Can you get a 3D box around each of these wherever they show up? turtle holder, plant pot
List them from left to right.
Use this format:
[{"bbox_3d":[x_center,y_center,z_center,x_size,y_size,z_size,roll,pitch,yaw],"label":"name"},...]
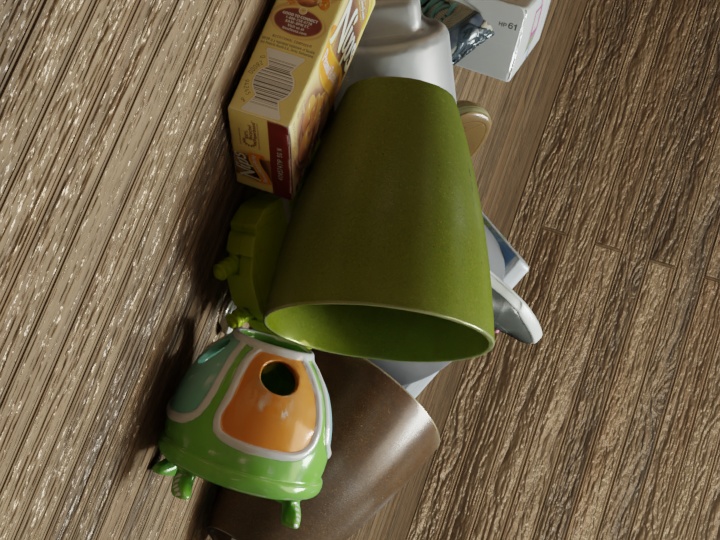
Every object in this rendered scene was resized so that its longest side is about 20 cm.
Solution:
[{"bbox_3d":[-0.084,0.118,1.413,0.185,0.139,0.133,-1,106,-79],"label":"turtle holder"},{"bbox_3d":[-0.053,0.194,1.682,0.201,0.186,0.187,-54,164,-21],"label":"plant pot"},{"bbox_3d":[0.025,-0.045,1.415,0.187,0.185,0.202,73,23,-73],"label":"plant pot"}]

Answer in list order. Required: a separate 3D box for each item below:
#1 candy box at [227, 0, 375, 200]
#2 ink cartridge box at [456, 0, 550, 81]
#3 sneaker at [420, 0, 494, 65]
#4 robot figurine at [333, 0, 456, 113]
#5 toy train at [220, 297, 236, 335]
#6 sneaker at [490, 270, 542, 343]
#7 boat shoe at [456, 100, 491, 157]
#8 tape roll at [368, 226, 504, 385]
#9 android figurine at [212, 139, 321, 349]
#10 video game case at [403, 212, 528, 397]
[{"bbox_3d":[-0.043,-0.173,1.392,0.116,0.055,0.202,92,18,-65],"label":"candy box"},{"bbox_3d":[0.119,-0.282,1.873,0.200,0.143,0.085,-51,158,-66],"label":"ink cartridge box"},{"bbox_3d":[0.060,-0.240,1.684,0.077,0.087,0.200,-35,-164,-9],"label":"sneaker"},{"bbox_3d":[0.031,-0.156,1.592,0.170,0.112,0.202,-77,161,-67],"label":"robot figurine"},{"bbox_3d":[-0.069,0.023,1.586,0.200,0.055,0.152,51,56,-79],"label":"toy train"},{"bbox_3d":[0.082,0.035,1.593,0.100,0.071,0.200,-52,128,-3],"label":"sneaker"},{"bbox_3d":[0.049,-0.122,1.769,0.199,0.073,0.063,-33,-129,34],"label":"boat shoe"},{"bbox_3d":[0.042,0.014,1.722,0.066,0.199,0.202,46,53,-36],"label":"tape roll"},{"bbox_3d":[-0.048,-0.021,1.483,0.200,0.041,0.184,-37,125,-38],"label":"android figurine"},{"bbox_3d":[0.070,0.028,1.796,0.200,0.022,0.182,-49,-150,9],"label":"video game case"}]
